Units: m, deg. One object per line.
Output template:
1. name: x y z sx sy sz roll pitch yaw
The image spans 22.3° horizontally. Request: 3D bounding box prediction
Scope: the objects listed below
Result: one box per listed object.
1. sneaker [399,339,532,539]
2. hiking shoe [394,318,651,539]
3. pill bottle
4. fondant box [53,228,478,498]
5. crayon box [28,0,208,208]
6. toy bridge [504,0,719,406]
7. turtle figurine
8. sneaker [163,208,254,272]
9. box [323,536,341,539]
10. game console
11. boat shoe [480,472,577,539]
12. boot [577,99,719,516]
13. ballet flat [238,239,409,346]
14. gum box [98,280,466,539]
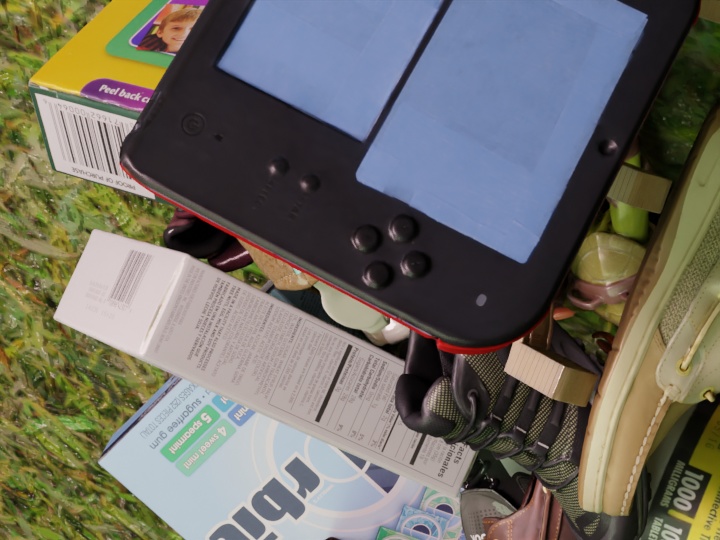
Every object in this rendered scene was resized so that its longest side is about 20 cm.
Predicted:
1. sneaker: 0.085 0.122 1.065 0.200 0.091 0.066 49 142 -17
2. hiking shoe: 0.065 0.064 0.895 0.201 0.100 0.076 61 159 -8
3. pill bottle: 0.238 0.143 0.942 0.199 0.113 0.113 21 142 20
4. fondant box: -0.048 0.048 0.978 0.199 0.059 0.144 28 173 -27
5. crayon box: -0.019 -0.093 0.839 0.199 0.173 0.059 17 137 26
6. toy bridge: 0.106 -0.045 0.817 0.027 0.201 0.067 11 -169 -41
7. turtle figurine: 0.120 -0.009 0.910 0.199 0.065 0.162 -3 129 42
8. sneaker: -0.092 -0.050 0.998 0.199 0.116 0.076 -3 129 42
9. box: 0.057 0.235 1.084 0.199 0.101 0.075 17 174 6
10. game console: 0.025 -0.082 0.726 0.176 0.201 0.031 29 162 2
11. boat shoe: 0.099 0.147 1.003 0.070 0.201 0.070 23 172 -6
12. boot: 0.193 0.040 0.824 0.155 0.073 0.201 22 98 5
13. ballet flat: 0.000 0.000 0.932 0.073 0.068 0.200 64 -166 18
14. gum box: -0.033 0.124 1.139 0.200 0.045 0.170 43 111 -9
